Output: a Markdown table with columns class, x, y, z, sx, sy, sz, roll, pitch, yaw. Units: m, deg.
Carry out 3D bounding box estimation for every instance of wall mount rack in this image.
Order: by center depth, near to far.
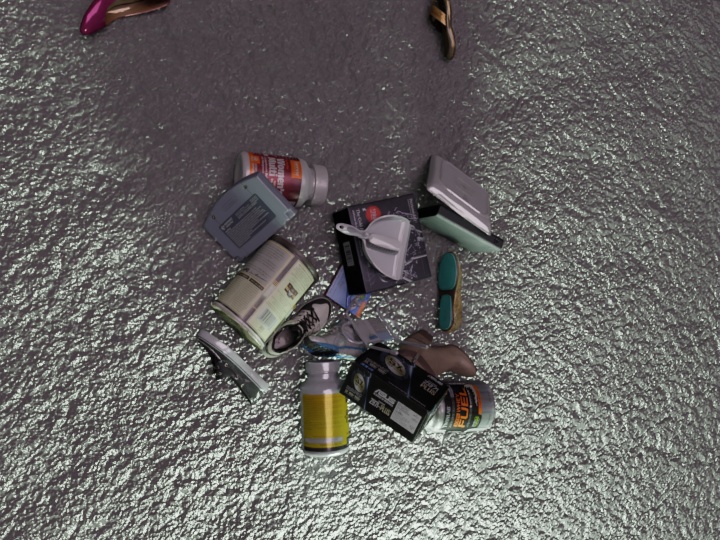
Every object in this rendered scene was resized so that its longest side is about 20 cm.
| class | x | y | z | sx | sy | sz | roll | pitch | yaw |
| --- | --- | --- | --- | --- | --- | --- | --- | --- | --- |
| wall mount rack | 0.056 | 0.140 | 1.481 | 0.198 | 0.075 | 0.175 | -3 | 48 | -48 |

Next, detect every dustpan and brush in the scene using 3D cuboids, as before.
| class | x | y | z | sx | sy | sz | roll | pitch | yaw |
| --- | --- | --- | --- | --- | --- | --- | --- | --- | --- |
| dustpan and brush | 0.028 | -0.068 | 1.412 | 0.196 | 0.057 | 0.143 | 15 | 81 | -21 |

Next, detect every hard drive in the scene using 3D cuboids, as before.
| class | x | y | z | sx | sy | sz | roll | pitch | yaw |
| --- | --- | --- | --- | --- | --- | --- | --- | --- | --- |
| hard drive | 0.240 | -0.103 | 1.597 | 0.197 | 0.139 | 0.034 | 27 | 81 | -20 |

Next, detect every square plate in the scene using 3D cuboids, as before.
| class | x | y | z | sx | sy | sz | roll | pitch | yaw |
| --- | --- | --- | --- | --- | --- | --- | --- | --- | --- |
| square plate | 0.253 | -0.196 | 1.593 | 0.198 | 0.029 | 0.200 | 34 | 32 | -11 |

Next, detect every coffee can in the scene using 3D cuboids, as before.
| class | x | y | z | sx | sy | sz | roll | pitch | yaw |
| --- | --- | --- | --- | --- | --- | --- | --- | --- | --- |
| coffee can | -0.205 | 0.045 | 1.388 | 0.146 | 0.146 | 0.201 | 44 | 72 | -15 |

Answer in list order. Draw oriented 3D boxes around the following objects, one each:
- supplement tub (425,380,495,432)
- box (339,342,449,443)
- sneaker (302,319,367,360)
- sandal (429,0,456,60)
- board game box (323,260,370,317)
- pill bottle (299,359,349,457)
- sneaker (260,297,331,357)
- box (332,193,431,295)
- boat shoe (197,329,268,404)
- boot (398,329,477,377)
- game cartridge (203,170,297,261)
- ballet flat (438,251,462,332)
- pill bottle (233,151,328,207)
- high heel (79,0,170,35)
| class | x | y | z | sx | sy | sz | roll | pitch | yaw |
| --- | --- | --- | --- | --- | --- | --- | --- | --- | --- |
| supplement tub | 0.220 | 0.332 | 1.572 | 0.195 | 0.122 | 0.126 | 3 | 85 | -23 |
| box | 0.077 | 0.264 | 1.424 | 0.198 | 0.163 | 0.088 | 31 | 110 | 16 |
| sneaker | -0.059 | 0.156 | 1.476 | 0.198 | 0.074 | 0.089 | 16 | 66 | -49 |
| sandal | 0.207 | -0.648 | 1.661 | 0.053 | 0.080 | 0.205 | -9 | 95 | -2 |
| board game box | 0.000 | 0.000 | 1.551 | 0.102 | 0.019 | 0.203 | 34 | 74 | -17 |
| pill bottle | -0.082 | 0.306 | 1.445 | 0.109 | 0.112 | 0.206 | -1 | 87 | -23 |
| sneaker | -0.134 | 0.133 | 1.447 | 0.199 | 0.087 | 0.076 | -38 | 100 | -23 |
| box | 0.050 | -0.061 | 1.511 | 0.178 | 0.104 | 0.205 | -14 | 92 | -25 |
| boat shoe | -0.287 | 0.214 | 1.389 | 0.200 | 0.069 | 0.067 | 48 | 69 | -22 |
| boot | 0.179 | 0.230 | 1.548 | 0.198 | 0.071 | 0.146 | 33 | 37 | 7 |
| game cartridge | -0.242 | -0.118 | 1.371 | 0.134 | 0.199 | 0.042 | 49 | 33 | -11 |
| ballet flat | 0.233 | 0.056 | 1.632 | 0.069 | 0.070 | 0.206 | 5 | 84 | -23 |
| pill bottle | -0.178 | -0.200 | 1.436 | 0.195 | 0.109 | 0.113 | 3 | 86 | -23 |
| high heel | -0.491 | -0.542 | 1.338 | 0.095 | 0.067 | 0.202 | 36 | 70 | -6 |
